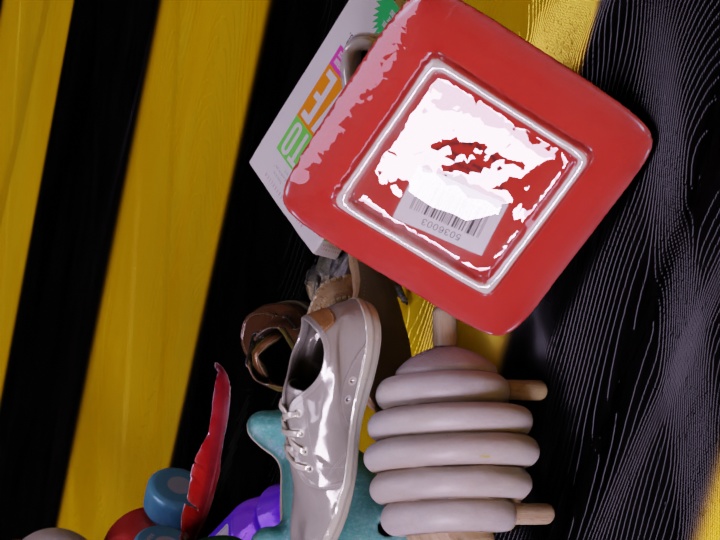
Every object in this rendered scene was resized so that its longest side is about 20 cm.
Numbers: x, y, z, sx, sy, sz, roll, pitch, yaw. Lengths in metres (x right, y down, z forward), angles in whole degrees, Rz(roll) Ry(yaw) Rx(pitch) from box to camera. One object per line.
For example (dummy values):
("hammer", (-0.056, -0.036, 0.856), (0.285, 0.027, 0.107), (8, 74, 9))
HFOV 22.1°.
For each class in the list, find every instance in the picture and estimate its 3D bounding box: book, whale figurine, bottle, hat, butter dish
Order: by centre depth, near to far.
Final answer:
("butter dish", (0.074, -0.093, 1.301), (0.200, 0.199, 0.148), (-55, 12, 25))
("whale figurine", (-0.011, 0.180, 1.411), (0.201, 0.158, 0.104), (64, 154, 17))
("hat", (-0.097, 0.226, 1.446), (0.165, 0.176, 0.200), (30, 148, 14))
("book", (-0.004, -0.127, 1.522), (0.201, 0.048, 0.134), (-58, 41, 23))
("bottle", (-0.080, 0.236, 1.599), (0.200, 0.083, 0.066), (-47, 36, 46))

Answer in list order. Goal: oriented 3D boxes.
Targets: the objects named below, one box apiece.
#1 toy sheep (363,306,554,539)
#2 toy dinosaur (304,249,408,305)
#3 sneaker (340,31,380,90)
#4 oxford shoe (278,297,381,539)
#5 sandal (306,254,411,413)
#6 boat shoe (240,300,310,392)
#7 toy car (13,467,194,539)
("toy sheep", (0.067, 0.125, 1.310), (0.138, 0.137, 0.201), (-25, 66, 56))
("toy dinosaur", (0.000, 0.000, 1.525), (0.200, 0.047, 0.089), (-44, 44, 45))
("sneaker", (0.026, -0.086, 1.397), (0.100, 0.075, 0.201), (4, -115, -79))
("oxford shoe", (-0.033, 0.115, 1.324), (0.075, 0.057, 0.201), (34, 118, 60))
("sandal", (-0.009, 0.033, 1.424), (0.069, 0.078, 0.213), (-23, 47, 27))
("boat shoe", (-0.066, 0.067, 1.604), (0.200, 0.068, 0.072), (16, 103, 60))
("toy car", (-0.263, 0.286, 1.754), (0.177, 0.199, 0.185), (-84, 10, -59))
